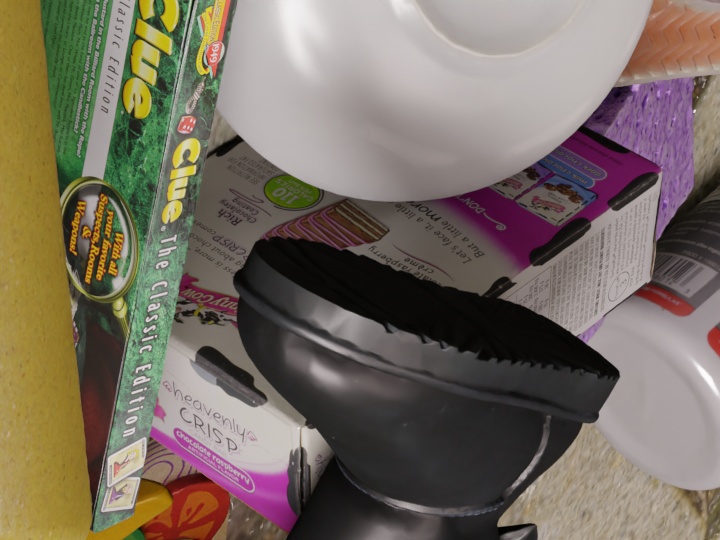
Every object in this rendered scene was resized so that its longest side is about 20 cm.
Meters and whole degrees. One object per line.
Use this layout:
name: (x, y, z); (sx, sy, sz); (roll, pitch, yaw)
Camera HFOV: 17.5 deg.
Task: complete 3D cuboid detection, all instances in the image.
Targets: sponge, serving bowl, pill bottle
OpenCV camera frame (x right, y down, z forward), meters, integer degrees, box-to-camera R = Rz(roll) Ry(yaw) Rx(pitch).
sponge: (0.104, -0.030, 1.050); (0.200, 0.030, 0.112); (-51, 149, -42)
serving bowl: (0.032, -0.120, 0.816); (0.199, 0.066, 0.201); (-6, 102, -30)
pill bottle: (0.208, 0.012, 1.199); (0.200, 0.116, 0.116); (-38, 143, -29)

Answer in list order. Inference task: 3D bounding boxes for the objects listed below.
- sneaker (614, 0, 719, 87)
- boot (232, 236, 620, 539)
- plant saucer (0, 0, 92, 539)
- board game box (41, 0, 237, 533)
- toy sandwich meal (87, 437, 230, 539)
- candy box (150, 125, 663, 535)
sneaker: (0.124, -0.132, 1.019); (0.199, 0.080, 0.071); (-3, 144, -33)
boot: (-0.003, 0.082, 0.760); (0.198, 0.073, 0.163); (17, 106, -57)
plant saucer: (-0.170, 0.006, 0.572); (0.199, 0.048, 0.201); (-7, 114, -9)
board game box: (-0.097, -0.025, 0.759); (0.023, 0.105, 0.201); (-14, 128, -44)
toy sandwich meal: (-0.111, 0.151, 0.920); (0.205, 0.070, 0.206); (-34, 141, -33)
candy box: (0.000, 0.000, 0.884); (0.200, 0.136, 0.061); (-33, 139, -33)
